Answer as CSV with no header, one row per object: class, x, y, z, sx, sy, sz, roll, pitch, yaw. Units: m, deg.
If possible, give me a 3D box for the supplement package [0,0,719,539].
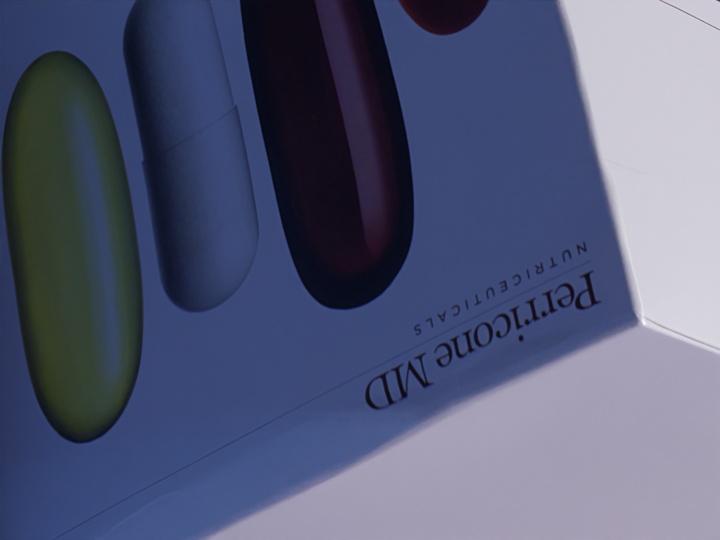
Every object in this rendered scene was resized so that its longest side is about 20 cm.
supplement package,0.009,-0.024,0.717,0.147,0.191,0.201,19,50,-49
